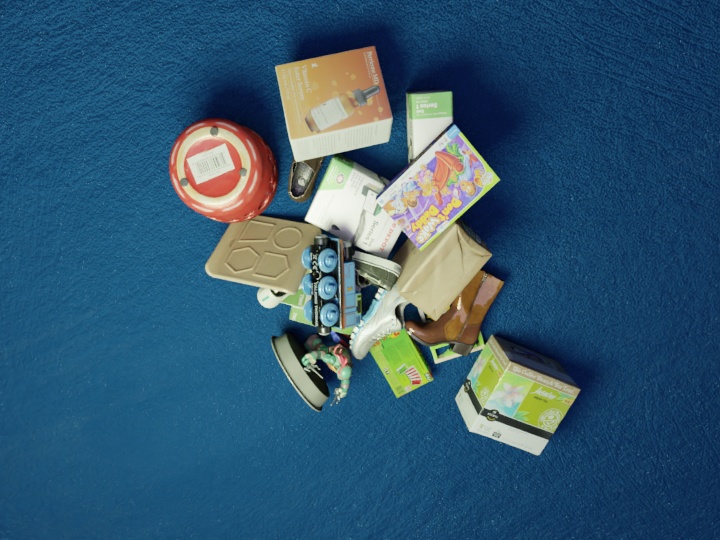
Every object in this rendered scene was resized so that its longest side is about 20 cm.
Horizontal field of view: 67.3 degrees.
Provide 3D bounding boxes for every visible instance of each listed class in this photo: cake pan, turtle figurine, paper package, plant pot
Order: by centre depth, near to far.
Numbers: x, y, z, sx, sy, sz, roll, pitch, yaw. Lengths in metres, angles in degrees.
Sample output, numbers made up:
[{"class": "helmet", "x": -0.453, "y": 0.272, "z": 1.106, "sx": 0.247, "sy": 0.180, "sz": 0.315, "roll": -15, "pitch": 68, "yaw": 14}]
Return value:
[{"class": "plant pot", "x": -0.269, "y": -0.194, "z": 1.072, "sx": 0.196, "sy": 0.183, "sz": 0.205, "roll": 0, "pitch": 98, "yaw": -2}, {"class": "paper package", "x": 0.160, "y": -0.026, "z": 1.142, "sx": 0.103, "sy": 0.201, "sz": 0.192, "roll": 35, "pitch": 105, "yaw": -14}, {"class": "turtle figurine", "x": -0.062, "y": 0.214, "z": 1.212, "sx": 0.100, "sy": 0.200, "sz": 0.151, "roll": -37, "pitch": 111, "yaw": -5}, {"class": "cake pan", "x": -0.132, "y": 0.223, "z": 1.225, "sx": 0.036, "sy": 0.200, "sz": 0.202, "roll": -34, "pitch": 106, "yaw": 0}]

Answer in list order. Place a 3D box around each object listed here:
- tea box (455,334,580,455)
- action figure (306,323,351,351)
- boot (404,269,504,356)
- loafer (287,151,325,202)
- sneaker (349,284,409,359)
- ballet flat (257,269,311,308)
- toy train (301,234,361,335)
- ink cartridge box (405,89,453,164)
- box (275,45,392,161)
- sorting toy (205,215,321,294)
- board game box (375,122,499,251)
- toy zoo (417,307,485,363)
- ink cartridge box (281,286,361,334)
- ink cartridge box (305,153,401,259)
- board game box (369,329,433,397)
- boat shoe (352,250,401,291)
[{"class": "tea box", "x": 0.365, "y": 0.293, "z": 1.277, "sx": 0.197, "sy": 0.134, "sz": 0.200, "roll": 21, "pitch": 107, "yaw": -14}, {"class": "action figure", "x": -0.088, "y": 0.115, "z": 1.257, "sx": 0.198, "sy": 0.066, "sz": 0.052, "roll": 31, "pitch": 123, "yaw": -9}, {"class": "boot", "x": 0.209, "y": 0.081, "z": 1.225, "sx": 0.185, "sy": 0.069, "sz": 0.203, "roll": 19, "pitch": 107, "yaw": -7}, {"class": "loafer", "x": -0.107, "y": -0.236, "z": 1.135, "sx": 0.071, "sy": 0.071, "sz": 0.204, "roll": 11, "pitch": 107, "yaw": -4}, {"class": "sneaker", "x": 0.048, "y": 0.120, "z": 1.191, "sx": 0.086, "sy": 0.075, "sz": 0.202, "roll": 35, "pitch": 105, "yaw": 27}, {"class": "ballet flat", "x": -0.137, "y": 0.007, "z": 1.159, "sx": 0.069, "sy": 0.200, "sz": 0.070, "roll": 27, "pitch": 140, "yaw": 25}, {"class": "toy train", "x": -0.057, "y": 0.026, "z": 1.097, "sx": 0.113, "sy": 0.086, "sz": 0.205, "roll": -9, "pitch": 102, "yaw": -42}, {"class": "ink cartridge box", "x": 0.139, "y": -0.255, "z": 1.092, "sx": 0.082, "sy": 0.146, "sz": 0.204, "roll": -3, "pitch": 108, "yaw": 2}, {"class": "box", "x": -0.051, "y": -0.321, "z": 1.049, "sx": 0.196, "sy": 0.106, "sz": 0.155, "roll": -13, "pitch": 80, "yaw": -3}, {"class": "sorting toy", "x": -0.199, "y": -0.038, "z": 1.137, "sx": 0.196, "sy": 0.187, "sz": 0.037, "roll": 14, "pitch": 141, "yaw": 9}, {"class": "board game box", "x": 0.144, "y": -0.156, "z": 1.025, "sx": 0.200, "sy": 0.045, "sz": 0.134, "roll": -42, "pitch": 102, "yaw": 14}, {"class": "toy zoo", "x": 0.209, "y": 0.112, "z": 1.282, "sx": 0.129, "sy": 0.021, "sz": 0.203, "roll": -17, "pitch": 108, "yaw": 5}, {"class": "ink cartridge box", "x": -0.102, "y": 0.063, "z": 1.212, "sx": 0.196, "sy": 0.105, "sz": 0.060, "roll": 15, "pitch": 143, "yaw": -6}, {"class": "ink cartridge box", "x": 0.001, "y": -0.136, "z": 1.155, "sx": 0.197, "sy": 0.085, "sz": 0.148, "roll": 25, "pitch": 107, "yaw": -8}, {"class": "board game box", "x": 0.084, "y": 0.194, "z": 1.294, "sx": 0.100, "sy": 0.048, "sz": 0.202, "roll": -28, "pitch": 107, "yaw": 8}, {"class": "boat shoe", "x": 0.000, "y": 0.000, "z": 1.158, "sx": 0.070, "sy": 0.198, "sz": 0.065, "roll": 32, "pitch": 78, "yaw": -40}]
